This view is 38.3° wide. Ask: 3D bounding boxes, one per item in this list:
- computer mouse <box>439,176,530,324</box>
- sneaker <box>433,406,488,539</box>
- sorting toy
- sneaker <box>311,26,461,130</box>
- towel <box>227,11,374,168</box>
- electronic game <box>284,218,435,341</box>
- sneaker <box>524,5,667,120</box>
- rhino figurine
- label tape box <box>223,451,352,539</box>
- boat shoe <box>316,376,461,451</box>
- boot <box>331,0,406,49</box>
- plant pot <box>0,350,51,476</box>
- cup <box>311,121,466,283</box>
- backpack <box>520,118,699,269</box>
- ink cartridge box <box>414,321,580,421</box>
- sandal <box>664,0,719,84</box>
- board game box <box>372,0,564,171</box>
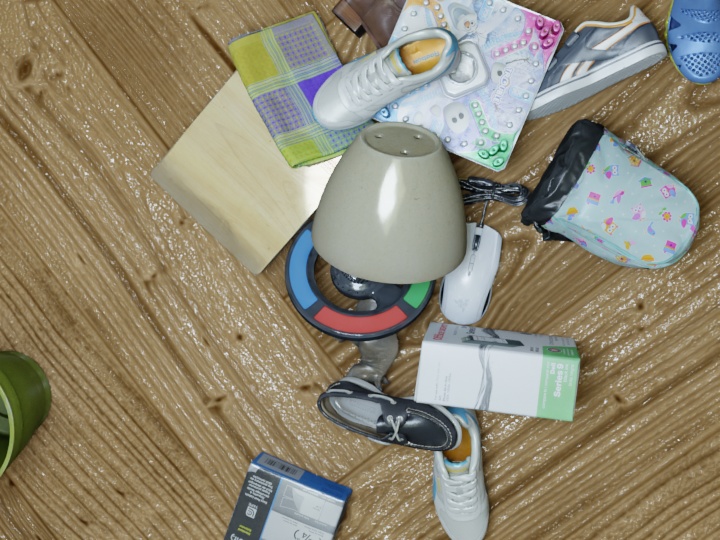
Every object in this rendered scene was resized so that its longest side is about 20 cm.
[{"bbox_3d":[0.154,-0.023,1.380,0.109,0.044,0.202,11,97,6],"label":"computer mouse"},{"bbox_3d":[0.130,0.277,1.391,0.076,0.081,0.202,-8,96,8],"label":"sneaker"},{"bbox_3d":[-0.141,-0.135,1.398,0.200,0.070,0.199,43,100,1],"label":"sorting toy"},{"bbox_3d":[0.026,-0.238,1.261,0.199,0.081,0.077,-29,88,8],"label":"sneaker"},{"bbox_3d":[-0.075,-0.236,1.348,0.143,0.023,0.201,-21,78,-24],"label":"towel"},{"bbox_3d":[0.000,0.000,1.351,0.198,0.042,0.201,0,60,1],"label":"electronic game"},{"bbox_3d":[0.281,-0.263,1.320,0.199,0.078,0.080,-25,81,16],"label":"sneaker"},{"bbox_3d":[0.010,0.088,1.406,0.087,0.060,0.202,5,98,11],"label":"rhino figurine"},{"bbox_3d":[-0.113,0.378,1.452,0.143,0.063,0.201,20,98,6],"label":"label tape box"},{"bbox_3d":[0.035,0.192,1.347,0.199,0.060,0.074,20,113,28],"label":"boat shoe"},{"bbox_3d":[0.089,-0.359,1.349,0.186,0.064,0.200,41,95,0],"label":"boot"},{"bbox_3d":[-0.525,0.190,1.426,0.199,0.193,0.202,1,97,8],"label":"plant pot"},{"bbox_3d":[0.042,-0.097,1.280,0.199,0.201,0.144,10,124,7],"label":"cup"},{"bbox_3d":[0.324,-0.080,1.308,0.199,0.127,0.168,31,96,1],"label":"backpack"},{"bbox_3d":[0.176,0.128,1.341,0.198,0.146,0.085,6,98,7],"label":"ink cartridge box"},{"bbox_3d":[0.421,-0.333,1.287,0.079,0.087,0.202,-6,97,7],"label":"sandal"},{"bbox_3d":[0.126,-0.254,1.301,0.199,0.026,0.201,24,93,7],"label":"board game box"}]
